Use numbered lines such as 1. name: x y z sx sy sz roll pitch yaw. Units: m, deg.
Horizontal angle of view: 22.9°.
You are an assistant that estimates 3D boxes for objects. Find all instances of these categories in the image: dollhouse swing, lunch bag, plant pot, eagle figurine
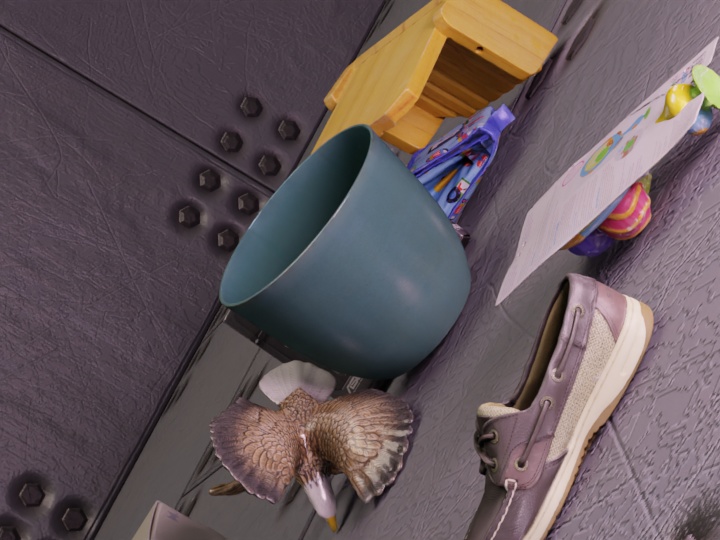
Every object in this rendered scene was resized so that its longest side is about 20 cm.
1. dollhouse swing: 0.070 -0.159 1.785 0.200 0.181 0.177 -31 41 46
2. lunch bag: 0.080 -0.085 1.769 0.200 0.094 0.151 -44 2 13
3. plant pot: 0.000 0.000 1.563 0.201 0.161 0.201 -44 18 19
4. eagle figurine: -0.044 0.151 1.521 0.152 0.151 0.200 -51 -5 -15

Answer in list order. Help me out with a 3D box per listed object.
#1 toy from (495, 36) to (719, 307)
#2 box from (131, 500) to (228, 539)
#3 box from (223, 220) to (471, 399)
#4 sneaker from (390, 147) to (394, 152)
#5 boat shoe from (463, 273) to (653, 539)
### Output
1. toy: 0.174 -0.054 1.173 0.200 0.047 0.115 -49 9 38
2. box: -0.194 0.347 1.695 0.201 0.127 0.109 -58 8 13
3. box: -0.013 0.008 1.688 0.201 0.158 0.048 -59 -12 7
4. sneaker: -0.002 -0.154 2.549 0.115 0.075 0.200 -55 14 27
5. boat shoe: 0.096 0.095 1.030 0.202 0.066 0.072 -60 8 -4
